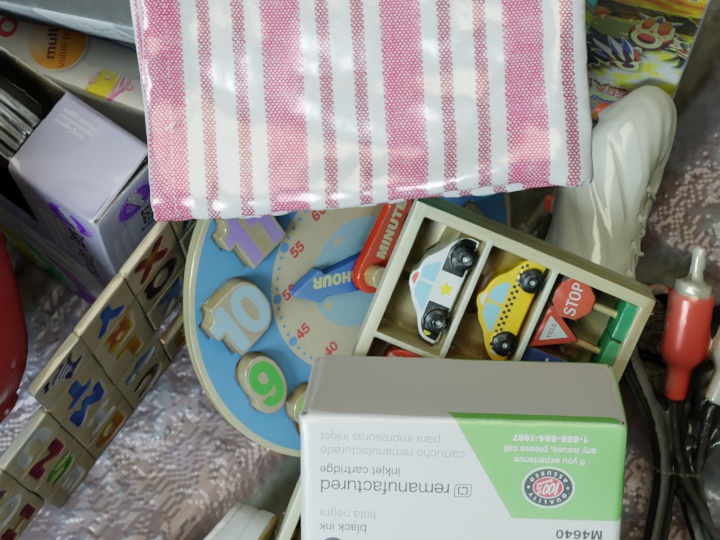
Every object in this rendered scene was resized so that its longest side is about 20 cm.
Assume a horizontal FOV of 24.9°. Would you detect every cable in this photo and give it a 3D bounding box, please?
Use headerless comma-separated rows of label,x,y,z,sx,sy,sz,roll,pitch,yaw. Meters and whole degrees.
cable,0.164,0.085,0.809,0.096,0.050,0.202,12,91,-12

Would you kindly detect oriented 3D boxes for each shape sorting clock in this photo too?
shape sorting clock,0.000,0.000,0.817,0.200,0.200,0.039,-49,35,-12

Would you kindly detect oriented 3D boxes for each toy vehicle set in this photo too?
toy vehicle set,0.048,0.076,0.801,0.123,0.027,0.201,21,105,-3

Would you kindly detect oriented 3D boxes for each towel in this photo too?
towel,-0.002,-0.099,0.698,0.198,0.030,0.148,-5,98,9

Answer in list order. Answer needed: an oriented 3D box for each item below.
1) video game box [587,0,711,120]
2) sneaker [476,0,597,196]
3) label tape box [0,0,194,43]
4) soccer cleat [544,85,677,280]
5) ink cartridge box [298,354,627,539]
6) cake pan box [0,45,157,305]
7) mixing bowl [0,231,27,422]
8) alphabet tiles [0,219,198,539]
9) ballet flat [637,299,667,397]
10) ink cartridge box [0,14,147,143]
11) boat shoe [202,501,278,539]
video game box,0.083,-0.155,0.851,0.199,0.182,0.047,20,72,8
sneaker,0.079,-0.125,0.735,0.077,0.080,0.201,13,118,4
label tape box,-0.084,-0.178,0.761,0.198,0.066,0.145,13,90,19
soccer cleat,0.121,0.001,0.847,0.077,0.069,0.201,30,91,36
ink cartridge box,0.045,0.149,0.763,0.144,0.084,0.202,1,106,3
cake pan box,-0.176,-0.058,0.823,0.183,0.200,0.052,33,74,9
mixing bowl,-0.221,0.044,0.716,0.200,0.200,0.109,-40,103,-10
alphabet tiles,-0.125,0.051,0.803,0.008,0.167,0.201,34,77,9
ballet flat,0.227,0.062,0.851,0.199,0.046,0.068,22,74,9
ink cartridge box,-0.108,-0.122,0.878,0.199,0.125,0.129,20,74,8
boat shoe,-0.124,0.184,0.813,0.069,0.071,0.200,40,79,12
